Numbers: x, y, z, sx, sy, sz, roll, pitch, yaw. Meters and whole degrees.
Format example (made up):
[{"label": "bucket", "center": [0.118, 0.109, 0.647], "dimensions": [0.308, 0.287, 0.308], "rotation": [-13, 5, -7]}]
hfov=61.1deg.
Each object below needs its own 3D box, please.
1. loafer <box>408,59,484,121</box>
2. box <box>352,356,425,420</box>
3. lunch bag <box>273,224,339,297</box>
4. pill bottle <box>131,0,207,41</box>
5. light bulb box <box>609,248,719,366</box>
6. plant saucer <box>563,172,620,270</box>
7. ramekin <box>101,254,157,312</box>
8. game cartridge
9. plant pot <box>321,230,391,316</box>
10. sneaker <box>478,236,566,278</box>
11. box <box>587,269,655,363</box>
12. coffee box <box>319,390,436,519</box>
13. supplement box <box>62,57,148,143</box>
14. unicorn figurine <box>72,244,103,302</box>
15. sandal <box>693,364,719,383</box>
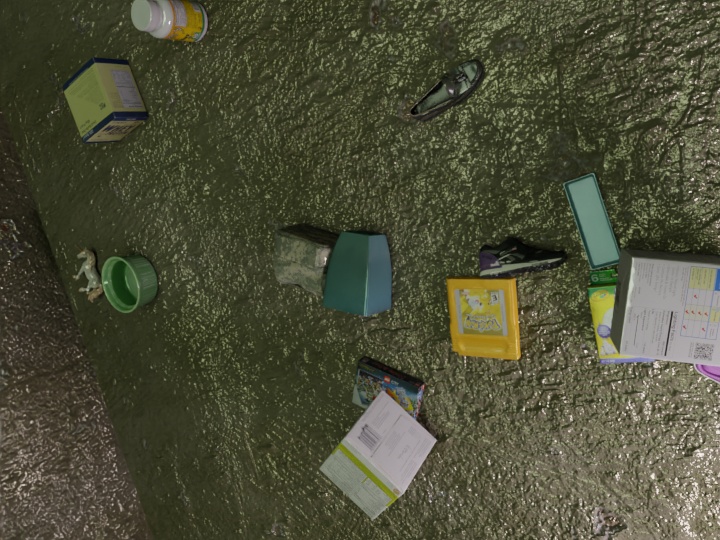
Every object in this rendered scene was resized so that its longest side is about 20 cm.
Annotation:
[{"label": "loafer", "center": [0.197, -0.411, 1.414], "dimensions": [0.199, 0.063, 0.072], "rotation": [-34, 84, 34]}, {"label": "box", "center": [0.075, 0.341, 1.704], "dimensions": [0.198, 0.038, 0.138], "rotation": [20, 113, 27]}, {"label": "lunch bag", "center": [-0.143, -0.022, 1.688], "dimensions": [0.198, 0.139, 0.170], "rotation": [19, 111, 28]}, {"label": "pill bottle", "center": [-0.539, -0.711, 1.722], "dimensions": [0.111, 0.199, 0.115], "rotation": [9, 107, 30]}, {"label": "light bulb box", "center": [0.614, 0.068, 1.201], "dimensions": [0.197, 0.125, 0.201], "rotation": [6, 102, 13]}, {"label": "plant saucer", "center": [0.505, -0.106, 1.325], "dimensions": [0.069, 0.019, 0.203], "rotation": [-17, 92, 35]}, {"label": "ramekin", "center": [-0.809, 0.040, 2.154], "dimensions": [0.198, 0.097, 0.203], "rotation": [9, 108, 30]}, {"label": "game cartridge", "center": [0.301, 0.115, 1.505], "dimensions": [0.174, 0.032, 0.203], "rotation": [0, 101, 33]}, {"label": "plant pot", "center": [0.000, 0.000, 1.607], "dimensions": [0.140, 0.141, 0.203], "rotation": [11, 101, 29]}, {"label": "sneaker", "center": [0.366, -0.040, 1.400], "dimensions": [0.197, 0.076, 0.089], "rotation": [-9, 78, 23]}, {"label": "box", "center": [0.565, 0.097, 1.323], "dimensions": [0.116, 0.048, 0.203], "rotation": [-9, 96, 33]}, {"label": "coffee box", "center": [0.046, 0.493, 1.633], "dimensions": [0.199, 0.199, 0.199], "rotation": [40, 134, 9]}, {"label": "supplement box", "center": [-0.832, -0.550, 1.991], "dimensions": [0.198, 0.134, 0.202], "rotation": [-21, 91, 34]}, {"label": "unicorn figurine", "center": [-1.033, 0.007, 2.313], "dimensions": [0.137, 0.074, 0.201], "rotation": [-32, 99, 25]}, {"label": "sandal", "center": [0.773, 0.220, 1.220], "dimensions": [0.200, 0.050, 0.084], "rotation": [16, 111, 28]}]
